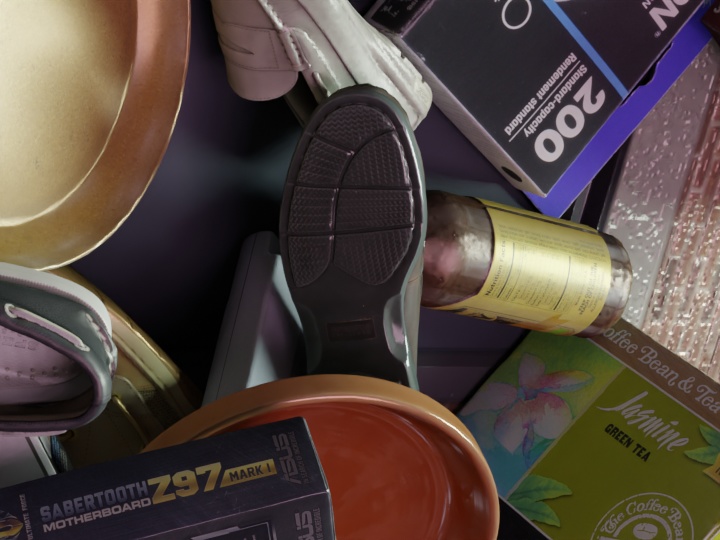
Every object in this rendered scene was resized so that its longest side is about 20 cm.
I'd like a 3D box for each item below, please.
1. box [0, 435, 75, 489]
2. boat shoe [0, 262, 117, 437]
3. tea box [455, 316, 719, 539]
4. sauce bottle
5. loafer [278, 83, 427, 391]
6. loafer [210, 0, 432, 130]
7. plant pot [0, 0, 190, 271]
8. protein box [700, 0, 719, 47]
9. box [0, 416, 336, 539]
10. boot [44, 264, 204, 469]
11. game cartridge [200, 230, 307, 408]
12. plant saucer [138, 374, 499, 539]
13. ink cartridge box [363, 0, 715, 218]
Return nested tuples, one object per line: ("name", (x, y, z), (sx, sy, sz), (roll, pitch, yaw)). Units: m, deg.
("box", (-0.210, 0.055, 0.913), (0.116, 0.060, 0.201), (-22, 113, -2))
("boat shoe", (-0.196, 0.023, 0.837), (0.198, 0.060, 0.076), (5, 113, -12))
("tea box", (0.141, 0.151, 1.153), (0.197, 0.200, 0.134), (-47, 130, -6))
("sauce bottle", (0.056, -0.008, 1.104), (0.199, 0.065, 0.065), (13, 106, -36))
("loafer", (0.000, 0.000, 1.014), (0.071, 0.063, 0.202), (2, 113, 7))
("loafer", (-0.038, -0.112, 0.979), (0.070, 0.070, 0.200), (-49, 133, -2))
("plant pot", (-0.141, -0.100, 0.898), (0.200, 0.027, 0.202), (-24, 118, -56))
("protein box", (0.331, -0.139, 1.154), (0.199, 0.135, 0.200), (-51, 140, -1))
("box", (-0.086, 0.164, 0.935), (0.156, 0.051, 0.201), (-14, 134, -8))
("boot", (-0.157, 0.088, 1.007), (0.155, 0.073, 0.200), (-44, 133, -6))
("game cartridge", (-0.017, 0.092, 1.072), (0.040, 0.134, 0.200), (-15, 133, 24))
("plant saucer", (-0.032, 0.128, 0.988), (0.199, 0.032, 0.201), (-9, 128, -11))
("ink cartridge box", (0.125, -0.143, 1.094), (0.198, 0.043, 0.200), (-50, 132, -3))
